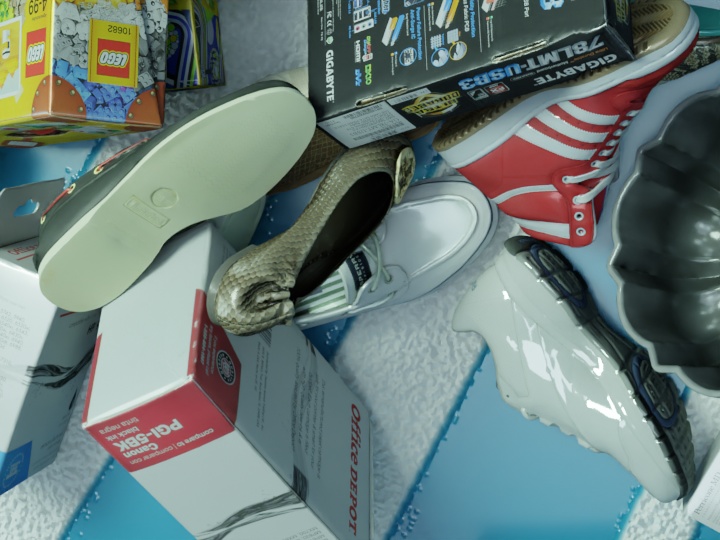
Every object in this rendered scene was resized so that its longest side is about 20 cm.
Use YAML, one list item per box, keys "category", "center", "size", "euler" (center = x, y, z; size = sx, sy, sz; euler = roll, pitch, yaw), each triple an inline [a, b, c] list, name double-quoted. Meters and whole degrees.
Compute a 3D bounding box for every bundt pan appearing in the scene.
- category: "bundt pan"
  center: [0.252, -0.017, 0.924]
  size: [0.202, 0.076, 0.202]
  euler: [-14, 70, 42]

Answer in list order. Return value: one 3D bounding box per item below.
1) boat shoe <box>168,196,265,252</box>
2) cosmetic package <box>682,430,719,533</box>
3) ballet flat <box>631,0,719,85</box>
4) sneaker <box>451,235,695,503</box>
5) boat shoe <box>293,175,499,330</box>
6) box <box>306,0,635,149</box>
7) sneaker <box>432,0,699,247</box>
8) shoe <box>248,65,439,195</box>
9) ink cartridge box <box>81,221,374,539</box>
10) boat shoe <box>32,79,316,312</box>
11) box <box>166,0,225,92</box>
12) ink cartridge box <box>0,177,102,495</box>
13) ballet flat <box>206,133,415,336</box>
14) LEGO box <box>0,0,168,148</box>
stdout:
- category: "boat shoe"
  center: [-0.132, 0.011, 1.041]
  size: [0.060, 0.072, 0.202]
  euler: [36, 116, 15]
- category: "cosmetic package"
  center: [0.289, 0.084, 0.977]
  size: [0.082, 0.051, 0.200]
  euler: [28, 102, 5]
- category: "ballet flat"
  center: [0.143, -0.148, 0.979]
  size: [0.200, 0.068, 0.075]
  euler: [16, 122, 14]
- category: "sneaker"
  center: [0.143, 0.073, 1.006]
  size: [0.087, 0.074, 0.200]
  euler: [-42, 81, 25]
- category: "boat shoe"
  center: [0.000, 0.000, 1.019]
  size: [0.200, 0.067, 0.074]
  euler: [-28, 91, 14]
- category: "box"
  center: [0.060, -0.192, 0.923]
  size: [0.198, 0.050, 0.200]
  euler: [-14, 64, 27]
- category: "sneaker"
  center: [0.149, -0.085, 0.941]
  size: [0.112, 0.071, 0.200]
  euler: [46, 138, -18]
- category: "shoe"
  center: [-0.036, -0.100, 1.027]
  size: [0.200, 0.053, 0.070]
  euler: [-13, 128, 17]
- category: "ink cartridge box"
  center: [-0.077, 0.094, 0.963]
  size: [0.083, 0.147, 0.200]
  euler: [-24, 126, 19]
- category: "boat shoe"
  center: [-0.117, -0.056, 0.928]
  size: [0.201, 0.063, 0.074]
  euler: [-35, 130, 14]
- category: "box"
  center: [-0.138, -0.219, 1.018]
  size: [0.064, 0.070, 0.201]
  euler: [-5, 96, 10]
- category: "ink cartridge box"
  center: [-0.227, 0.044, 1.047]
  size: [0.068, 0.116, 0.200]
  euler: [23, 102, 7]
- category: "ballet flat"
  center: [-0.017, -0.022, 0.930]
  size: [0.046, 0.200, 0.068]
  euler: [17, 130, 30]
- category: "LEGO box"
  center: [-0.199, -0.158, 0.953]
  size: [0.200, 0.077, 0.149]
  euler: [0, 88, 54]
